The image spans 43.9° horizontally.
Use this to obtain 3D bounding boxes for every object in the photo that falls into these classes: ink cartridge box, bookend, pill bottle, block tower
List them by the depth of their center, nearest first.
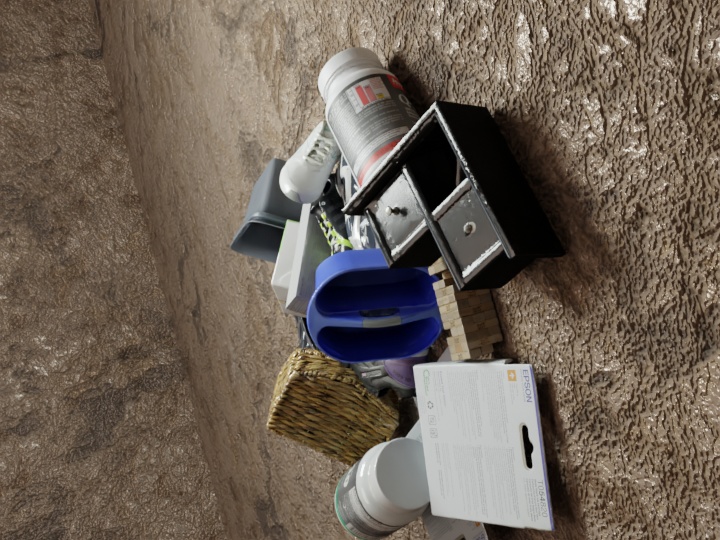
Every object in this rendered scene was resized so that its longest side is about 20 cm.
[{"bbox_3d":[0.098,-0.048,1.020,0.200,0.091,0.202,-44,60,40],"label":"bookend"},{"bbox_3d":[0.159,0.212,1.113,0.198,0.040,0.205,-7,91,47],"label":"ink cartridge box"},{"bbox_3d":[0.122,0.008,1.127,0.058,0.053,0.205,156,101,-67],"label":"block tower"},{"bbox_3d":[0.020,-0.193,1.188,0.117,0.114,0.203,109,142,-53],"label":"pill bottle"},{"bbox_3d":[0.037,0.311,1.271,0.115,0.111,0.201,69,156,19],"label":"pill bottle"},{"bbox_3d":[0.126,0.314,1.279,0.201,0.040,0.203,116,136,-57],"label":"ink cartridge box"},{"bbox_3d":[-0.099,0.009,1.550,0.201,0.066,0.120,83,-161,-71],"label":"ink cartridge box"}]

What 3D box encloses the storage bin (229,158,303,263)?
[{"bbox_3d":[-0.145,-0.108,1.638,0.200,0.143,0.137,145,138,-67],"label":"storage bin"}]

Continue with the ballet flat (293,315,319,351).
[{"bbox_3d":[-0.093,0.086,1.691,0.073,0.071,0.204,135,126,-64],"label":"ballet flat"}]

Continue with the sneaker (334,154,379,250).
[{"bbox_3d":[0.017,-0.113,1.284,0.131,0.078,0.202,96,162,-56],"label":"sneaker"}]

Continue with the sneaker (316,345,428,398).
[{"bbox_3d":[0.009,0.144,1.341,0.197,0.075,0.090,8,98,38],"label":"sneaker"}]

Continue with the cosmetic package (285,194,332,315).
[{"bbox_3d":[-0.061,-0.025,1.401,0.051,0.081,0.204,-43,33,52],"label":"cosmetic package"}]

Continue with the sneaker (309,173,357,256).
[{"bbox_3d":[-0.041,-0.069,1.368,0.072,0.081,0.203,120,156,-50],"label":"sneaker"}]

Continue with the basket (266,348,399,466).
[{"bbox_3d":[-0.037,0.202,1.443,0.149,0.197,0.145,-82,18,-70],"label":"basket"}]

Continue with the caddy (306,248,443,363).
[{"bbox_3d":[0.022,0.051,1.226,0.105,0.195,0.144,-111,18,-65],"label":"caddy"}]

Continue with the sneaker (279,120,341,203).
[{"bbox_3d":[-0.064,-0.179,1.345,0.081,0.069,0.202,-60,2,46],"label":"sneaker"}]

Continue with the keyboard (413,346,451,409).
[{"bbox_3d":[0.115,0.167,1.293,0.201,0.010,0.057,115,142,-56],"label":"keyboard"}]
